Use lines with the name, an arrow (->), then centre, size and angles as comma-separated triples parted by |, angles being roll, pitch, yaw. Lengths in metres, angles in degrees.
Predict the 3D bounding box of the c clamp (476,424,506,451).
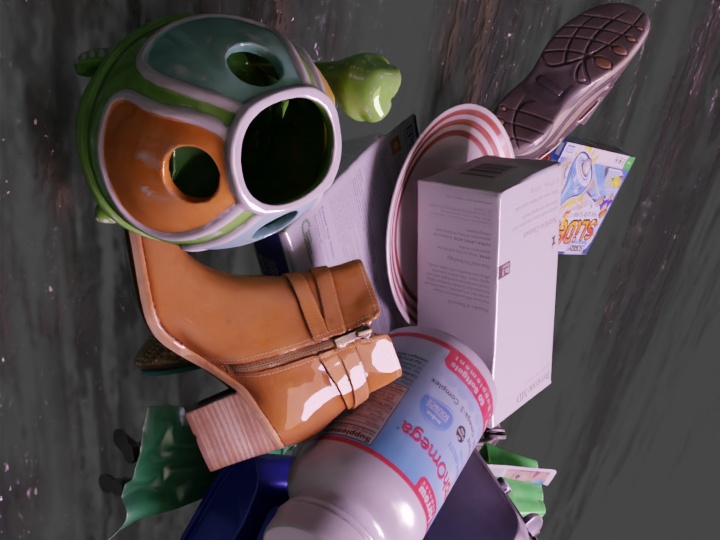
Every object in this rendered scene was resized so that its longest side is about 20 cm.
c clamp -> 0.152, 0.126, 1.164 | 0.170, 0.027, 0.202 | 19, 77, -49

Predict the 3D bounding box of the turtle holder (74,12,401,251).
turtle holder -> -0.068, -0.078, 0.590 | 0.185, 0.131, 0.142 | 6, 97, -45

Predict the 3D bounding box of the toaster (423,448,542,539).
toaster -> 0.081, 0.283, 0.883 | 0.200, 0.119, 0.181 | -37, 129, -4

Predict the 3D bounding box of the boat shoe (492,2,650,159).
boat shoe -> 0.205, -0.184, 0.979 | 0.200, 0.075, 0.073 | -42, 158, -5

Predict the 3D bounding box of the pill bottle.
pill bottle -> 0.016, 0.141, 0.724 | 0.200, 0.108, 0.109 | -51, 154, -41

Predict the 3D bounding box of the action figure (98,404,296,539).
action figure -> -0.126, 0.157, 0.845 | 0.199, 0.055, 0.119 | 4, 114, -51

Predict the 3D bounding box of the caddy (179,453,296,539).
caddy -> -0.070, 0.242, 0.806 | 0.105, 0.141, 0.201 | 18, 110, -37

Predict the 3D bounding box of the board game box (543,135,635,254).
board game box -> 0.239, -0.085, 1.141 | 0.199, 0.034, 0.136 | -2, 121, -54

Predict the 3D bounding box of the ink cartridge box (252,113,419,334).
ink cartridge box -> 0.000, 0.000, 0.812 | 0.200, 0.040, 0.201 | -46, 133, -43

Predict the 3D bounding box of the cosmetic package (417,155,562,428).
cosmetic package -> 0.107, 0.014, 0.823 | 0.113, 0.081, 0.202 | -26, 120, -48

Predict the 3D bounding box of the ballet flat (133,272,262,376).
ballet flat -> -0.098, 0.036, 0.776 | 0.199, 0.070, 0.066 | -9, 101, -55

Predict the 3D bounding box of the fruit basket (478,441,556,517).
fruit basket -> 0.085, 0.253, 1.033 | 0.198, 0.094, 0.186 | 0, 142, -15

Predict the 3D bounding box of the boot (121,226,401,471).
boot -> -0.067, 0.022, 0.672 | 0.154, 0.201, 0.077 | -24, -175, -12

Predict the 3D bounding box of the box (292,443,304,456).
box -> -0.040, 0.265, 0.971 | 0.040, 0.137, 0.201 | -4, 124, -1

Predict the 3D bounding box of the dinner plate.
dinner plate -> 0.077, -0.043, 0.852 | 0.200, 0.024, 0.202 | -20, 116, -49
